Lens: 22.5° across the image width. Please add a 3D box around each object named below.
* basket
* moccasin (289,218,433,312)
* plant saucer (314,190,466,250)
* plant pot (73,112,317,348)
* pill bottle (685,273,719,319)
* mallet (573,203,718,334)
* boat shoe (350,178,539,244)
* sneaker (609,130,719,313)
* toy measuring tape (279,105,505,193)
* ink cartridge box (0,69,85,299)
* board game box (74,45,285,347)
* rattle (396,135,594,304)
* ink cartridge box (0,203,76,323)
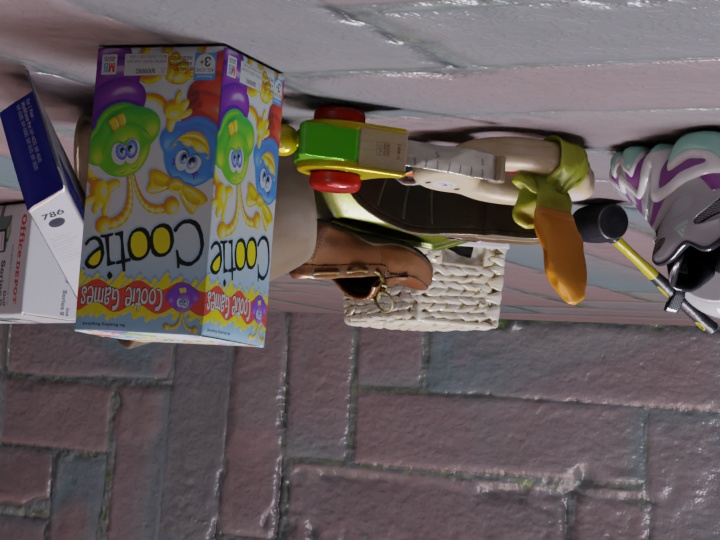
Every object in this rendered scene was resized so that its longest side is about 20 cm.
[{"bbox_3d":[0.074,0.010,2.220,0.135,0.124,0.200,6,174,-30],"label":"basket"},{"bbox_3d":[0.001,0.000,1.805,0.073,0.078,0.201,4,174,34],"label":"moccasin"},{"bbox_3d":[0.033,-0.059,1.811,0.199,0.048,0.200,11,174,-12],"label":"plant saucer"},{"bbox_3d":[-0.136,-0.047,1.542,0.173,0.201,0.200,-10,180,-19],"label":"plant pot"},{"bbox_3d":[0.386,-0.004,1.860,0.116,0.116,0.200,2,175,24],"label":"pill bottle"},{"bbox_3d":[0.300,0.000,1.915,0.200,0.041,0.066,43,164,-23],"label":"mallet"},{"bbox_3d":[0.086,-0.057,1.657,0.199,0.072,0.068,15,174,7],"label":"boat shoe"},{"bbox_3d":[0.257,-0.034,1.493,0.078,0.140,0.200,5,174,-13],"label":"sneaker"},{"bbox_3d":[0.016,-0.092,1.457,0.199,0.074,0.074,7,174,-22],"label":"toy measuring tape"},{"bbox_3d":[-0.242,-0.062,1.432,0.039,0.100,0.200,-19,150,-5],"label":"ink cartridge box"},{"bbox_3d":[-0.127,-0.050,1.288,0.105,0.201,0.103,2,174,22],"label":"board game box"},{"bbox_3d":[0.097,-0.043,1.544,0.199,0.143,0.130,-1,-179,15],"label":"rattle"},{"bbox_3d":[-0.436,-0.008,2.309,0.084,0.146,0.200,10,172,-39],"label":"ink cartridge box"}]
